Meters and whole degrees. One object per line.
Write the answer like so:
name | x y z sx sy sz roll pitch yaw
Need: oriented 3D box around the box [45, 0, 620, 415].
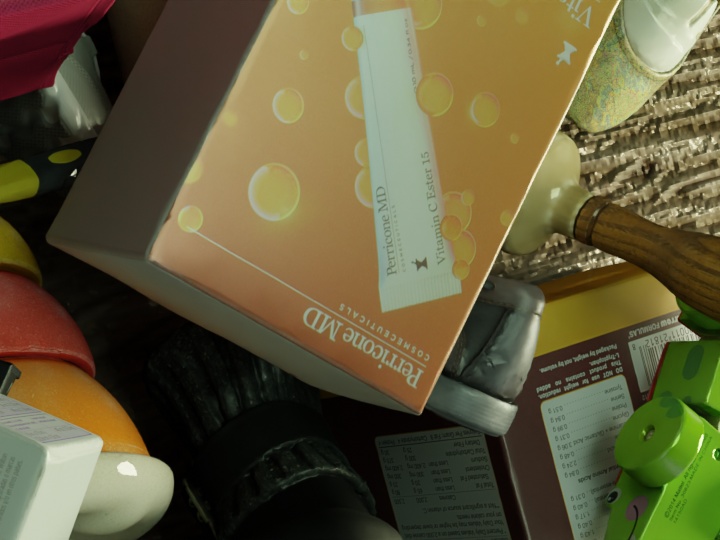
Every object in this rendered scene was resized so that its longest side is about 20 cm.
box | -0.004 -0.067 0.753 0.124 0.097 0.200 30 80 -27

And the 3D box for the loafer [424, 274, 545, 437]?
loafer | 0.000 0.000 0.856 0.072 0.200 0.063 21 98 -49

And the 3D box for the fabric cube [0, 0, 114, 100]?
fabric cube | -0.213 -0.141 0.686 0.199 0.200 0.197 -18 90 -16

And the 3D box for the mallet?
mallet | -0.122 -0.026 0.759 0.066 0.041 0.200 47 32 21

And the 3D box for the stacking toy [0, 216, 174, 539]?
stacking toy | -0.161 0.020 0.795 0.146 0.146 0.200 -3 69 -36

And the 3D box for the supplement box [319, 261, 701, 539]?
supplement box | 0.108 0.107 0.952 0.197 0.133 0.201 -15 92 -36

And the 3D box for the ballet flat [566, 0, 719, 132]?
ballet flat | 0.168 -0.154 1.078 0.071 0.071 0.200 48 59 -19

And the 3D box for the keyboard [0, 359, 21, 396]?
keyboard | -0.220 0.021 0.717 0.199 0.040 0.104 14 56 10

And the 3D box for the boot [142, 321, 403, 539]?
boot | -0.034 0.083 0.808 0.079 0.211 0.158 -16 74 -6

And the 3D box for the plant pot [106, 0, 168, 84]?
plant pot | -0.039 -0.149 0.876 0.187 0.187 0.201 2 95 -35

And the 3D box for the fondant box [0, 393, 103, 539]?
fondant box | -0.201 0.084 0.662 0.200 0.058 0.145 21 94 10

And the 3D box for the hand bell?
hand bell | 0.104 -0.017 0.856 0.104 0.200 0.104 -39 144 -36

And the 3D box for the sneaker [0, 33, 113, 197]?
sneaker | -0.138 -0.125 0.849 0.082 0.075 0.200 -32 101 -33

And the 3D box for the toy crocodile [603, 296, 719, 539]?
toy crocodile | 0.147 0.054 0.876 0.067 0.062 0.200 35 68 -26
